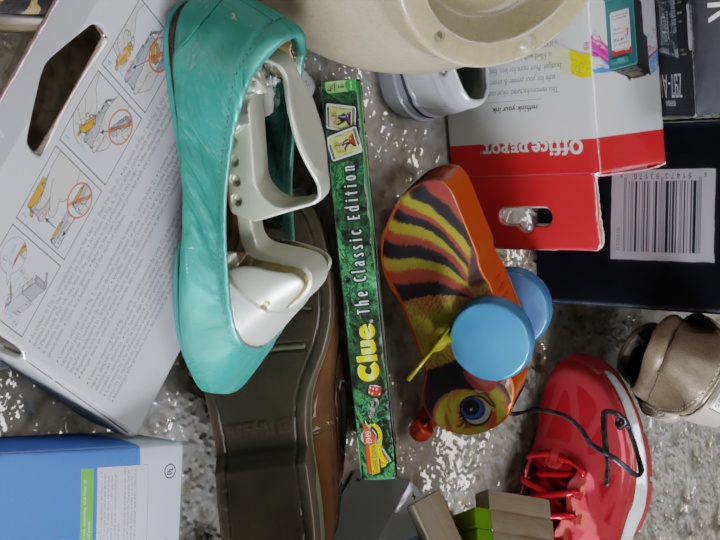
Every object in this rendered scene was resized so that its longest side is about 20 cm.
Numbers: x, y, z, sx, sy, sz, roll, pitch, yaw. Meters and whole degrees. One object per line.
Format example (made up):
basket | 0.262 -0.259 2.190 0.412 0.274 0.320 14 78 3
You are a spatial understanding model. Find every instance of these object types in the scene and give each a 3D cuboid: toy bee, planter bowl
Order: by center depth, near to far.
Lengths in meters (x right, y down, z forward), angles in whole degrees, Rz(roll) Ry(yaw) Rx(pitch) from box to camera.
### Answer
planter bowl | 0.036 -0.175 0.671 0.198 0.135 0.202 -17 127 -24
toy bee | 0.058 0.049 0.823 0.131 0.108 0.202 1 63 -61

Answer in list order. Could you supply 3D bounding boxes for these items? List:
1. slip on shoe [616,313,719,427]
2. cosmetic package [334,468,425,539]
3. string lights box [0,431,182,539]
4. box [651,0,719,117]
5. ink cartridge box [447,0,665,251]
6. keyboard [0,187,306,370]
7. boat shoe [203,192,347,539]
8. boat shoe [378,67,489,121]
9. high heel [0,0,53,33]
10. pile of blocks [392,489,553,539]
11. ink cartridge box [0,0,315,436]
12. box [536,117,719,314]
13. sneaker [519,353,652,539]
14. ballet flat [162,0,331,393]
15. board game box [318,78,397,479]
slip on shoe | 0.193 0.058 0.919 0.060 0.200 0.077 25 93 2
cosmetic package | -0.012 0.217 0.791 0.083 0.050 0.201 48 61 -32
string lights box | -0.174 0.126 0.630 0.199 0.059 0.104 4 89 -43
box | 0.183 -0.174 0.872 0.043 0.200 0.162 -6 96 -5
ink cartridge box | 0.111 -0.116 0.850 0.067 0.116 0.203 -11 99 -41
keyboard | -0.101 0.001 0.728 0.199 0.011 0.057 -14 101 -42
boat shoe | -0.042 0.062 0.753 0.068 0.071 0.203 16 77 -74
boat shoe | 0.041 -0.187 0.817 0.073 0.066 0.202 -22 106 -41
high heel | -0.150 -0.177 0.628 0.199 0.071 0.144 -22 114 -57
pile of blocks | 0.020 0.168 0.752 0.199 0.062 0.083 -16 79 -43
ink cartridge box | -0.112 -0.051 0.647 0.202 0.044 0.176 -64 146 -17
box | 0.249 -0.033 0.928 0.199 0.195 0.119 -1 93 -43
sneaker | 0.117 0.157 0.893 0.115 0.078 0.203 -7 95 -44
ballet flat | -0.048 -0.024 0.652 0.067 0.070 0.202 -36 133 -49
board game box | 0.000 0.000 0.771 0.105 0.023 0.203 -65 149 -83
